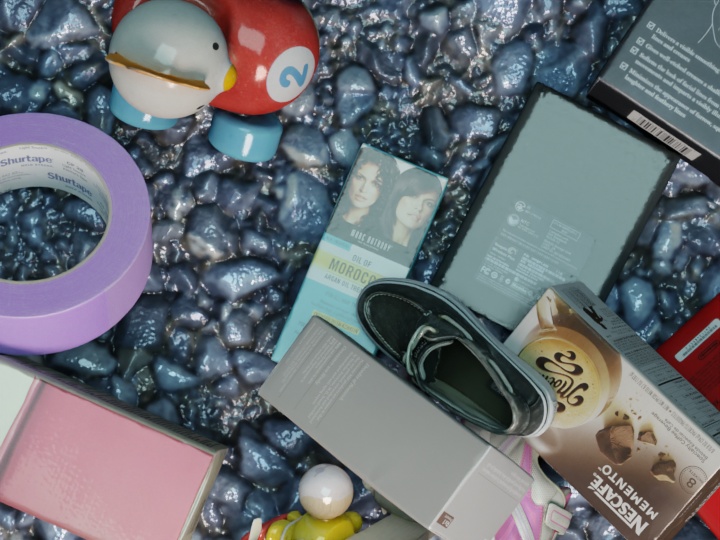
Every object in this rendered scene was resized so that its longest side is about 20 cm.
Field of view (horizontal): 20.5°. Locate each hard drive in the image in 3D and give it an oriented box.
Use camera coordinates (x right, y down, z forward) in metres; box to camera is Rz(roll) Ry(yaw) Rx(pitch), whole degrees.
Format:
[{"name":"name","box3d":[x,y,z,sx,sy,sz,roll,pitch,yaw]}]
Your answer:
[{"name":"hard drive","box3d":[0.165,-0.041,1.696,0.139,0.033,0.200,28,90,2]}]

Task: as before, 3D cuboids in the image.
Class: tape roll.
[{"name":"tape roll","box3d":[-0.273,-0.032,1.644,0.200,0.066,0.200,2,58,-3]}]

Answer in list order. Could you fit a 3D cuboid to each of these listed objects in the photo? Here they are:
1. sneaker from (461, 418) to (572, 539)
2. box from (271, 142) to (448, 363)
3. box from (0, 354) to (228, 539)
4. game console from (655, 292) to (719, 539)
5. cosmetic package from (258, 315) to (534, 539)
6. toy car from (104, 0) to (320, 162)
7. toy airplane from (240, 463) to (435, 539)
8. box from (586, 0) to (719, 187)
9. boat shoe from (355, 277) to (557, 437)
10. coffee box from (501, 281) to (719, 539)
[{"name":"sneaker","box3d":[0.137,0.214,1.660,0.088,0.081,0.200,-8,87,1]},{"name":"box","box3d":[0.000,0.000,1.690,0.082,0.049,0.200,22,87,2]},{"name":"box","box3d":[-0.223,0.158,1.642,0.200,0.128,0.109,23,88,3]},{"name":"game console","box3d":[0.340,0.122,1.696,0.200,0.119,0.172,-41,56,-3]},{"name":"cosmetic package","box3d":[0.028,0.130,1.566,0.200,0.107,0.090,33,86,30]},{"name":"toy car","box3d":[-0.130,-0.171,1.598,0.177,0.200,0.185,18,114,1]},{"name":"toy airplane","box3d":[-0.010,0.225,1.601,0.199,0.200,0.141,-12,99,-1]},{"name":"box","box3d":[0.308,-0.194,1.672,0.148,0.107,0.200,34,88,2]},{"name":"boat shoe","box3d":[0.068,0.065,1.594,0.200,0.071,0.072,32,105,28]},{"name":"coffee box","box3d":[0.203,0.118,1.612,0.200,0.080,0.113,45,110,17]}]
